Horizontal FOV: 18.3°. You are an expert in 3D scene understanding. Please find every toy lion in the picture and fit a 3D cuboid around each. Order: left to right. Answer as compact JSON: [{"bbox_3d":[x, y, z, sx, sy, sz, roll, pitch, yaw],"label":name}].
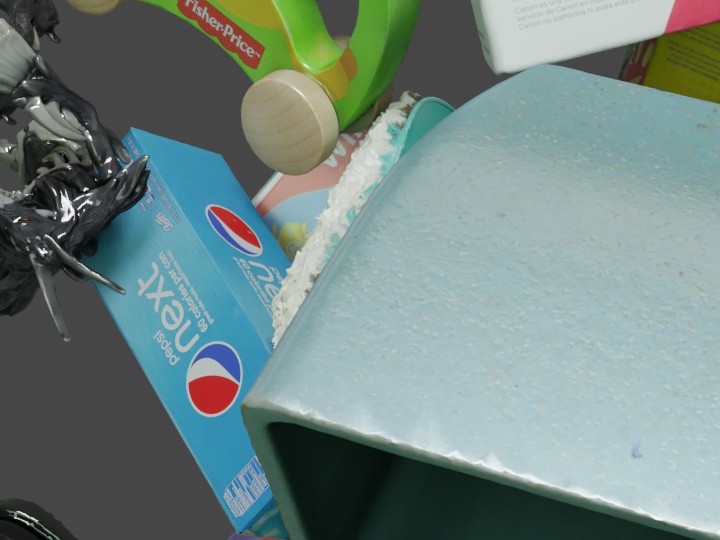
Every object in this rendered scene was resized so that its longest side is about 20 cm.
[{"bbox_3d":[-0.052,-0.172,1.007,0.200,0.069,0.192,40,134,12],"label":"toy lion"}]

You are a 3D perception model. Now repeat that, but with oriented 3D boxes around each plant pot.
[{"bbox_3d":[0.094,0.039,0.875,0.195,0.196,0.201,15,62,17],"label":"plant pot"}]

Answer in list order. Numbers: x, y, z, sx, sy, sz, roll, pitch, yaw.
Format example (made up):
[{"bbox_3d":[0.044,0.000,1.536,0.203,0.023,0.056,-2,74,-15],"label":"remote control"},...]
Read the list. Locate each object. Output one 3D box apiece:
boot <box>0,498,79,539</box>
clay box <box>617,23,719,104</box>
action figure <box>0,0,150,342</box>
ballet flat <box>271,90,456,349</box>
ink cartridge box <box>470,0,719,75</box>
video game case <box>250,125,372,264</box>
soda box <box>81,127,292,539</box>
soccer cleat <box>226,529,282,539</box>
[{"bbox_3d":[-0.138,0.196,1.059,0.211,0.158,0.080,33,99,5],"label":"boot"},{"bbox_3d":[0.184,-0.106,1.000,0.114,0.048,0.201,22,76,-10],"label":"clay box"},{"bbox_3d":[-0.167,-0.059,1.029,0.102,0.200,0.119,27,117,-38],"label":"action figure"},{"bbox_3d":[0.000,0.000,0.998,0.071,0.200,0.072,12,133,14],"label":"ballet flat"},{"bbox_3d":[0.100,-0.196,0.908,0.144,0.083,0.201,-13,101,2],"label":"ink cartridge box"},{"bbox_3d":[0.025,0.028,1.089,0.200,0.017,0.143,42,100,4],"label":"video game case"},{"bbox_3d":[-0.061,0.029,1.030,0.064,0.068,0.200,-47,56,21],"label":"soda box"},{"bbox_3d":[0.005,0.100,1.062,0.200,0.076,0.067,-42,125,-2],"label":"soccer cleat"}]
